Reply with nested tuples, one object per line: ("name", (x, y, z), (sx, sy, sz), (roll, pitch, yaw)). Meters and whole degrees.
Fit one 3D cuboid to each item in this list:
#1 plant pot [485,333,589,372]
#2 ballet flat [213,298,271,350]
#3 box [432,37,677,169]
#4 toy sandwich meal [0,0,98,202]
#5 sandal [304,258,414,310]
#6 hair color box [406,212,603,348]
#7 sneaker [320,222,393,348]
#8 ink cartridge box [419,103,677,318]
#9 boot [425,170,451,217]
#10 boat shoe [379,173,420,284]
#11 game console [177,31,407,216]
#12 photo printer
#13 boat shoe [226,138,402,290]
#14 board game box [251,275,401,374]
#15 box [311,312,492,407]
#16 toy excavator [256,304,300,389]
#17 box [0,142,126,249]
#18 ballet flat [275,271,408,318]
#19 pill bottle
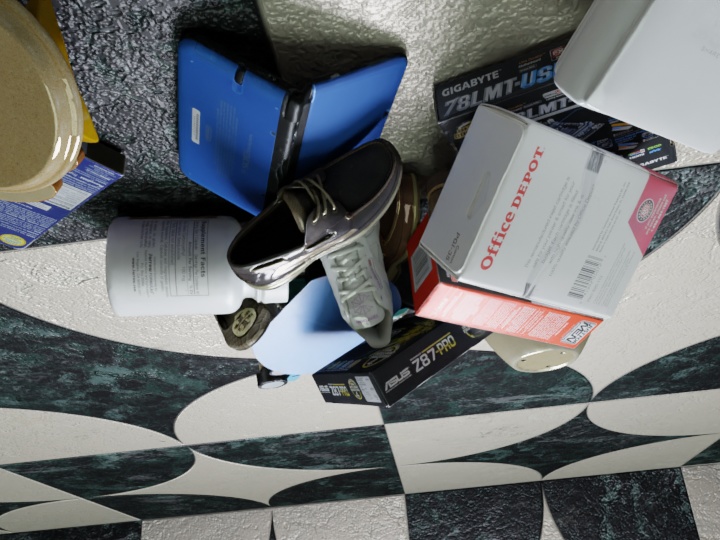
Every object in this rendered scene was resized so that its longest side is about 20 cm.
("plant pot", (0.253, 0.067, 1.043), (0.198, 0.136, 0.201), (-4, 153, -2))
("ballet flat", (-0.163, 0.047, 0.928), (0.067, 0.200, 0.046), (-43, 116, -5))
("box", (0.197, -0.142, 0.716), (0.198, 0.050, 0.198), (-16, 150, 23))
("toy sandwich meal", (-0.298, -0.147, 0.584), (0.203, 0.070, 0.207), (7, 127, 9))
("sandal", (0.022, 0.016, 0.976), (0.198, 0.076, 0.048), (11, 150, -9))
("hair color box", (0.154, 0.012, 0.787), (0.198, 0.102, 0.061), (12, 138, -20))
("sneaker", (0.000, 0.000, 0.788), (0.074, 0.100, 0.201), (-19, 130, 4))
("ink cartridge box", (0.175, -0.052, 0.675), (0.199, 0.083, 0.148), (14, 108, -30))
("boot", (0.164, -0.049, 0.764), (0.198, 0.076, 0.074), (5, 153, -16))
("boat shoe", (0.024, -0.042, 0.856), (0.067, 0.073, 0.200), (2, 152, -11))
("game console", (-0.073, -0.146, 0.696), (0.170, 0.119, 0.200), (29, 150, 2))
("photo printer", (0.260, -0.197, 0.535), (0.165, 0.070, 0.201), (12, 125, -27))
("boat shoe", (-0.044, -0.052, 0.691), (0.200, 0.075, 0.073), (-41, 165, 8))
("board game box", (-0.048, 0.057, 0.930), (0.157, 0.039, 0.200), (21, 123, -43))
("box", (0.045, 0.100, 0.863), (0.160, 0.049, 0.200), (-29, -177, -22))
("toy excavator", (-0.077, 0.129, 1.168), (0.198, 0.101, 0.195), (-2, 156, -25))
("box", (-0.350, -0.089, 0.742), (0.199, 0.033, 0.121), (-26, 146, 31))
("ballet flat", (-0.031, 0.029, 1.014), (0.198, 0.072, 0.072), (8, 151, -19))
("pill bottle", (-0.184, -0.006, 0.845), (0.198, 0.115, 0.115), (-1, 153, -8))
